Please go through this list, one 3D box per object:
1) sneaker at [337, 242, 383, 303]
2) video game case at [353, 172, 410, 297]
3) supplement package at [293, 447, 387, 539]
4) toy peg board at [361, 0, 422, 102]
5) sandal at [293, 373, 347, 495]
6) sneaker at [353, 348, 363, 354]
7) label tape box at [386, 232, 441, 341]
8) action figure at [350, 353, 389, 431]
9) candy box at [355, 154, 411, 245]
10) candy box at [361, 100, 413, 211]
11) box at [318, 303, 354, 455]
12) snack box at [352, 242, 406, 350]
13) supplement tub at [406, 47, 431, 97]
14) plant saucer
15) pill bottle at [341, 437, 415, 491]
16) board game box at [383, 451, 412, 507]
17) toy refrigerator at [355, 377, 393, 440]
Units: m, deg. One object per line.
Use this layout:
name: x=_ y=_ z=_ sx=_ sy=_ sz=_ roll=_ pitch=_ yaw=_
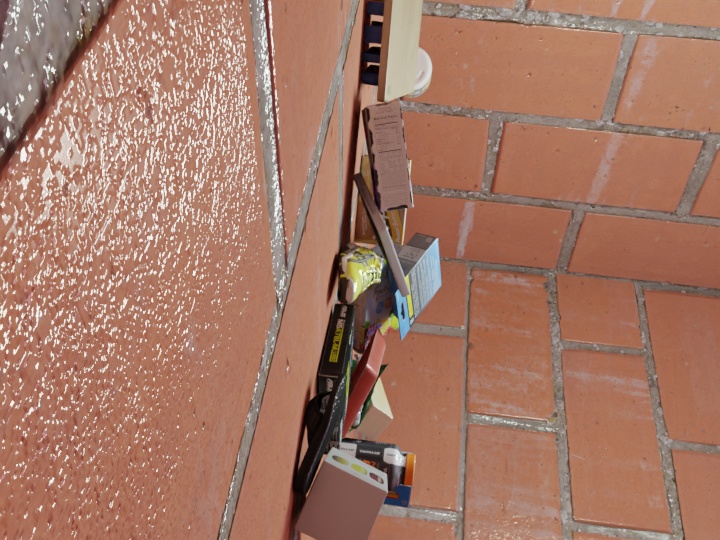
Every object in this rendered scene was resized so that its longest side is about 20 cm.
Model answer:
sneaker: x=0.000 y=0.000 z=1.373 sx=0.201 sy=0.075 sz=0.077 roll=-74 pitch=171 yaw=-65
video game case: x=0.044 y=-0.072 z=1.522 sx=0.202 sy=0.022 sz=0.184 roll=68 pitch=0 yaw=-45
supplement package: x=-0.026 y=0.364 z=1.185 sx=0.200 sy=0.112 sz=0.111 roll=83 pitch=31 yaw=-82
toy peg board: x=0.045 y=-0.459 z=1.506 sx=0.199 sy=0.096 sz=0.204 roll=-42 pitch=139 yaw=-61
sandal: x=-0.068 y=0.237 z=1.132 sx=0.076 sy=0.047 sz=0.202 roll=93 pitch=17 yaw=-52
sneaker: x=0.007 y=0.116 z=1.956 sx=0.201 sy=0.059 sz=0.106 roll=-88 pitch=-178 yaw=-53
label tape box: x=0.107 y=0.034 z=1.666 sx=0.200 sy=0.062 sz=0.146 roll=-49 pitch=143 yaw=-38
action figure: x=-0.015 y=0.291 z=1.710 sx=0.055 sy=0.116 sz=0.203 roll=52 pitch=47 yaw=-46
candy box: x=0.053 y=-0.162 z=1.739 sx=0.055 sy=0.113 sz=0.204 roll=-66 pitch=162 yaw=-74
candy box: x=0.052 y=-0.228 z=1.486 sx=0.168 sy=0.070 sz=0.204 roll=-104 pitch=-174 yaw=-81
box: x=-0.044 y=0.198 z=1.367 sx=0.195 sy=0.047 sz=0.203 roll=-83 pitch=176 yaw=-55
snack box: x=0.033 y=0.054 z=1.681 sx=0.168 sy=0.067 sz=0.204 roll=-28 pitch=127 yaw=-51
supplement tub: x=0.171 y=-0.672 z=2.538 sx=0.200 sy=0.142 sz=0.148 roll=-38 pitch=135 yaw=-84
plant saucer: x=-0.003 y=0.243 z=1.565 sx=0.202 sy=0.036 sz=0.200 roll=-62 pitch=-179 yaw=20
pill bottle: x=0.028 y=0.449 z=1.722 sx=0.106 sy=0.196 sz=0.109 roll=6 pitch=90 yaw=-86
board game box: x=0.030 y=0.505 z=1.856 sx=0.196 sy=0.196 sz=0.057 roll=-59 pitch=156 yaw=-80
toy refrigerator: x=0.018 y=0.315 z=1.796 sx=0.076 sy=0.070 sz=0.200 roll=-51 pitch=-160 yaw=12
